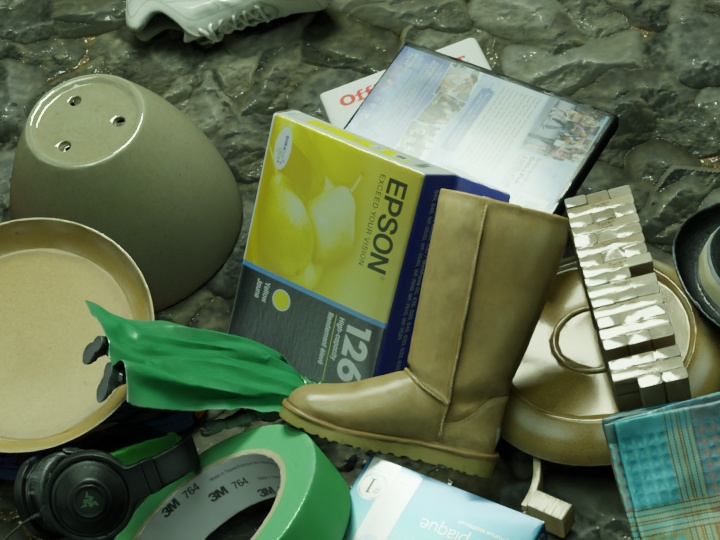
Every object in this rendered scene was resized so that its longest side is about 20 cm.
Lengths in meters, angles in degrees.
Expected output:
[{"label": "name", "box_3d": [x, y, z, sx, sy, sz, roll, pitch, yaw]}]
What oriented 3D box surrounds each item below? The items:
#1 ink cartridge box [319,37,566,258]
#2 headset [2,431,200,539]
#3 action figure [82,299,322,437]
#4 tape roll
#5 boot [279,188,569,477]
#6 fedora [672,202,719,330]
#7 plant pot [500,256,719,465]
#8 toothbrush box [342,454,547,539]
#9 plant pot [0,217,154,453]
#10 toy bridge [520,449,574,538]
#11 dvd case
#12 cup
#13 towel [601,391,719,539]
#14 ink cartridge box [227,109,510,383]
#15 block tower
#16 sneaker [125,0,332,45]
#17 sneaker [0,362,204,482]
[{"label": "ink cartridge box", "box_3d": [0.065, -0.078, 1.707, 0.146, 0.084, 0.200, -21, 53, -3]}, {"label": "headset", "box_3d": [-0.216, 0.153, 1.520, 0.200, 0.094, 0.123, -23, 7, -29]}, {"label": "action figure", "box_3d": [-0.109, 0.084, 1.564, 0.200, 0.055, 0.118, 12, 35, -32]}, {"label": "tape roll", "box_3d": [-0.101, 0.199, 1.497, 0.200, 0.048, 0.201, -30, 25, 16]}, {"label": "boot", "box_3d": [0.046, 0.037, 1.526, 0.175, 0.066, 0.200, 13, 94, -8]}, {"label": "fedora", "box_3d": [0.341, -0.019, 1.561, 0.200, 0.092, 0.201, 7, 43, -7]}, {"label": "plant pot", "box_3d": [0.180, 0.059, 1.581, 0.200, 0.028, 0.200, -7, 49, 8]}, {"label": "toothbrush box", "box_3d": [0.029, 0.252, 1.468, 0.146, 0.085, 0.200, 20, 61, 25]}, {"label": "plant pot", "box_3d": [-0.257, 0.053, 1.605, 0.200, 0.027, 0.200, -2, 62, 4]}, {"label": "toy bridge", "box_3d": [0.174, 0.109, 1.579, 0.067, 0.027, 0.200, 21, 59, 26]}, {"label": "dvd case", "box_3d": [0.087, -0.101, 1.655, 0.200, 0.018, 0.143, 22, 61, 25]}, {"label": "cup", "box_3d": [-0.212, -0.080, 1.732, 0.200, 0.143, 0.201, -6, 53, 8]}, {"label": "towel", "box_3d": [0.264, 0.183, 1.449, 0.146, 0.022, 0.200, -14, 82, 3]}, {"label": "ink cartridge box", "box_3d": [0.000, 0.000, 1.605, 0.200, 0.198, 0.047, 24, 20, 30]}, {"label": "block tower", "box_3d": [0.197, 0.023, 1.542, 0.054, 0.058, 0.200, -14, 47, 3]}, {"label": "sneaker", "box_3d": [-0.121, -0.243, 1.888, 0.200, 0.075, 0.081, 3, 68, 17]}, {"label": "sneaker", "box_3d": [-0.225, 0.103, 1.638, 0.200, 0.078, 0.075, -20, 51, -3]}]
